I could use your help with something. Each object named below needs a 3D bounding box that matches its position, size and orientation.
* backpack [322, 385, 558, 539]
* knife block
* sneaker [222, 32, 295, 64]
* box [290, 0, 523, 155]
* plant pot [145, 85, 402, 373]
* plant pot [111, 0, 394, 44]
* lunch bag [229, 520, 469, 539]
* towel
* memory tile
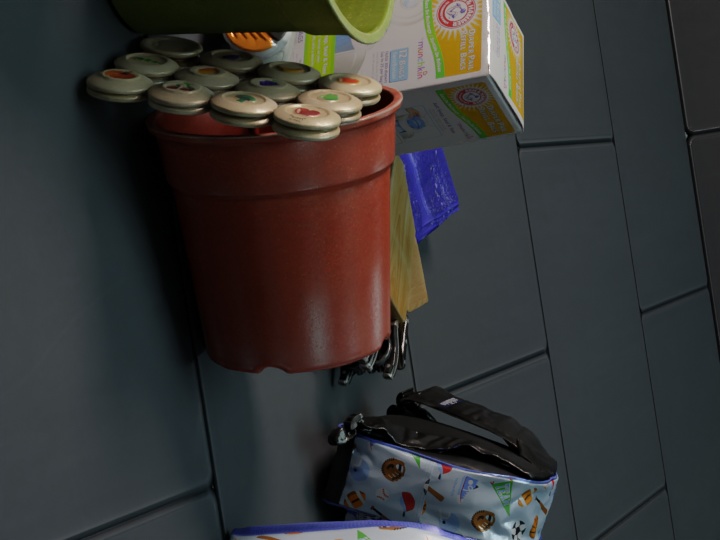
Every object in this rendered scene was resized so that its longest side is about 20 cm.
[{"bbox_3d":[0.077,0.200,1.955,0.200,0.190,0.155,-17,114,-69],"label":"backpack"},{"bbox_3d":[0.000,0.000,2.004,0.175,0.064,0.201,-22,103,-70],"label":"knife block"},{"bbox_3d":[-0.087,-0.242,1.885,0.092,0.075,0.201,86,7,-55],"label":"sneaker"},{"bbox_3d":[0.043,-0.179,1.993,0.101,0.199,0.113,51,37,-54],"label":"box"},{"bbox_3d":[-0.058,-0.032,1.712,0.201,0.200,0.196,-42,129,-66],"label":"plant pot"},{"bbox_3d":[-0.095,-0.256,1.676,0.200,0.189,0.201,-9,90,-70],"label":"plant pot"},{"bbox_3d":[-0.012,0.284,1.673,0.170,0.199,0.124,-76,150,-47],"label":"lunch bag"},{"bbox_3d":[0.045,-0.093,2.179,0.200,0.049,0.148,-44,124,-65],"label":"towel"},{"bbox_3d":[-0.093,-0.138,1.635,0.153,0.199,0.017,-43,142,-64],"label":"memory tile"}]
